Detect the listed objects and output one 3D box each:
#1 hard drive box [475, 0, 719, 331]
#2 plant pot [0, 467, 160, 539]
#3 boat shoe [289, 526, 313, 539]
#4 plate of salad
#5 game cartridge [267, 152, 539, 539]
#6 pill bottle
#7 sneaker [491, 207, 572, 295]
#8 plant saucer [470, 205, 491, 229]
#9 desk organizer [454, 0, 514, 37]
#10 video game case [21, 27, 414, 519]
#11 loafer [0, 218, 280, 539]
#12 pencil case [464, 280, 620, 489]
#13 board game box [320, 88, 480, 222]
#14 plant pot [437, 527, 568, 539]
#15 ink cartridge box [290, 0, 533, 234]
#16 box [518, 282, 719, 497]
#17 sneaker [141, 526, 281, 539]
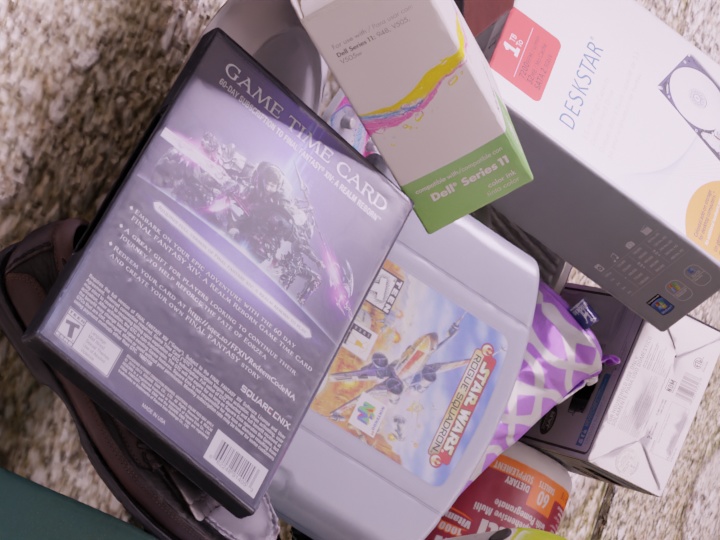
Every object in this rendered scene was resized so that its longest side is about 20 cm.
[{"bbox_3d":[0.150,-0.086,1.743,0.077,0.199,0.156,-41,-161,45],"label":"hard drive box"},{"bbox_3d":[-0.116,0.205,1.395,0.142,0.199,0.141,-66,151,-18],"label":"plant pot"},{"bbox_3d":[-0.013,0.118,1.560,0.056,0.068,0.202,22,76,-46],"label":"boat shoe"},{"bbox_3d":[-0.075,-0.071,1.504,0.200,0.048,0.201,-52,155,-35],"label":"plate of salad"},{"bbox_3d":[0.016,0.054,1.523,0.201,0.133,0.042,-64,-167,-19],"label":"game cartridge"},{"bbox_3d":[0.056,0.208,1.836,0.201,0.109,0.110,-68,153,-14],"label":"pill bottle"},{"bbox_3d":[0.131,-0.032,1.894,0.114,0.072,0.202,57,49,-61],"label":"sneaker"},{"bbox_3d":[0.037,-0.011,1.751,0.200,0.050,0.201,-40,137,-50],"label":"plant saucer"},{"bbox_3d":[0.047,-0.235,1.630,0.077,0.071,0.201,-41,138,-52],"label":"desk organizer"},{"bbox_3d":[-0.065,-0.001,1.382,0.143,0.019,0.201,41,56,-20],"label":"video game case"},{"bbox_3d":[-0.103,0.062,1.377,0.200,0.063,0.072,51,40,-8],"label":"loafer"},{"bbox_3d":[0.065,0.091,1.748,0.200,0.086,0.084,-42,-168,-4],"label":"pencil case"},{"bbox_3d":[0.000,0.000,1.611,0.201,0.026,0.200,-57,147,-24],"label":"board game box"},{"bbox_3d":[0.048,0.267,1.635,0.200,0.198,0.182,-45,113,-44],"label":"plant pot"},{"bbox_3d":[0.012,-0.132,1.450,0.200,0.067,0.117,58,10,-39],"label":"ink cartridge box"},{"bbox_3d":[0.149,0.073,1.853,0.060,0.200,0.117,25,86,-21],"label":"box"},{"bbox_3d":[-0.081,0.105,1.556,0.200,0.080,0.084,70,33,-52],"label":"sneaker"}]
